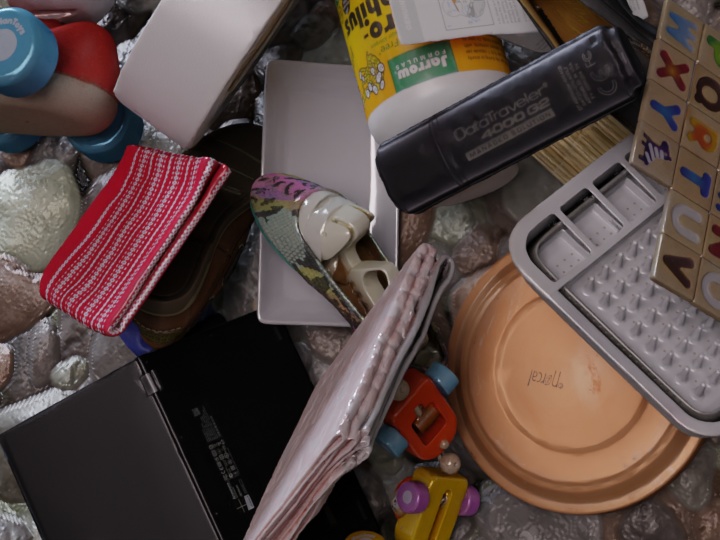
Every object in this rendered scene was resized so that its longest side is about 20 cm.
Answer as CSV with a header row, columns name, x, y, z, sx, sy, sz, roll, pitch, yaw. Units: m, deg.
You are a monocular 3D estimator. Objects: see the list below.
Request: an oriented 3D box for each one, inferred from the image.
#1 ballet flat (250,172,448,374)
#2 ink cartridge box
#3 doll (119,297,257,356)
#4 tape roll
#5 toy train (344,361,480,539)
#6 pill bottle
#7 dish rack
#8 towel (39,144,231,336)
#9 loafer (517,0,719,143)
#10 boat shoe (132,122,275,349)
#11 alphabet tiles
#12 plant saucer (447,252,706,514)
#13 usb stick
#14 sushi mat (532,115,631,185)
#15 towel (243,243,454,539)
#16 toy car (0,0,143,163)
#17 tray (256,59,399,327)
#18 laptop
name,x,y,z,sx,sy,sz,roll,pitch,yaw
ballet flat,0.000,0.000,1.183,0.069,0.071,0.201,-37,88,-31
ink cartridge box,0.094,-0.234,1.174,0.198,0.047,0.162,-9,76,-21
doll,-0.127,0.058,1.252,0.136,0.049,0.201,-31,73,-11
tape roll,-0.097,-0.190,1.201,0.071,0.202,0.203,35,93,-5
toy train,0.007,0.161,1.138,0.055,0.150,0.201,27,75,45
pill bottle,0.049,-0.154,1.196,0.112,0.113,0.202,-18,76,15
dish rack,0.213,0.011,1.106,0.171,0.044,0.200,-36,68,-24
towel,-0.169,-0.027,1.182,0.022,0.200,0.145,36,82,-24
loafer,0.171,-0.137,1.101,0.200,0.072,0.073,48,131,3
boat shoe,-0.121,-0.028,1.234,0.071,0.068,0.201,20,51,13
alphabet tiles,0.245,-0.058,1.072,0.008,0.166,0.202,-29,38,54
plant saucer,0.154,0.071,1.158,0.198,0.032,0.203,-3,82,22
usb stick,0.095,-0.098,1.088,0.199,0.033,0.056,-27,88,29
sushi mat,0.199,-0.080,1.185,0.200,0.012,0.096,44,97,20
towel,-0.014,0.099,1.081,0.032,0.201,0.191,32,132,-4
toy car,-0.256,-0.210,1.278,0.175,0.184,0.202,7,77,20
tray,-0.024,-0.057,1.237,0.106,0.022,0.202,3,81,-8
laptop,-0.124,0.156,1.198,0.116,0.199,0.189,-33,81,52
